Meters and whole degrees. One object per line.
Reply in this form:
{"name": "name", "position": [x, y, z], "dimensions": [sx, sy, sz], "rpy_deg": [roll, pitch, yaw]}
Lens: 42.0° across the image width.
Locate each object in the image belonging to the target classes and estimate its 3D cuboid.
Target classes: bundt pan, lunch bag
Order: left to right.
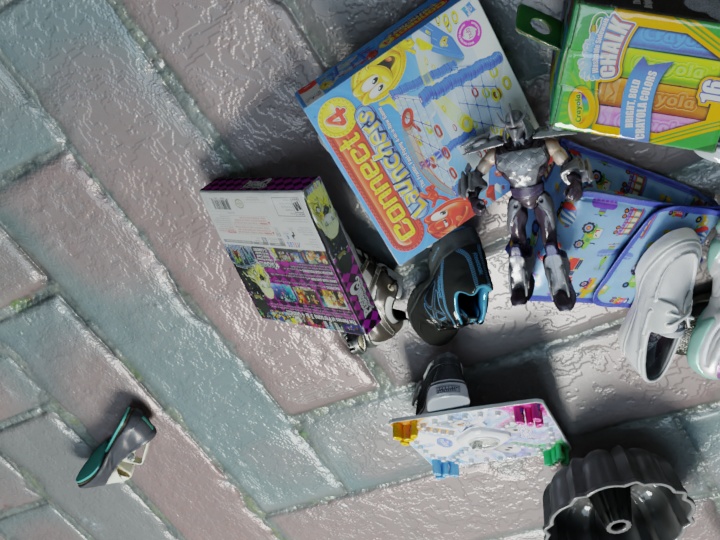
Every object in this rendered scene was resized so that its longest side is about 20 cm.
{"name": "bundt pan", "position": [0.329, 0.302, 1.228], "dimensions": [0.197, 0.077, 0.205], "rpy_deg": [-2, 133, -2]}
{"name": "lunch bag", "position": [0.280, -0.035, 1.015], "dimensions": [0.195, 0.095, 0.152], "rpy_deg": [11, 129, -14]}

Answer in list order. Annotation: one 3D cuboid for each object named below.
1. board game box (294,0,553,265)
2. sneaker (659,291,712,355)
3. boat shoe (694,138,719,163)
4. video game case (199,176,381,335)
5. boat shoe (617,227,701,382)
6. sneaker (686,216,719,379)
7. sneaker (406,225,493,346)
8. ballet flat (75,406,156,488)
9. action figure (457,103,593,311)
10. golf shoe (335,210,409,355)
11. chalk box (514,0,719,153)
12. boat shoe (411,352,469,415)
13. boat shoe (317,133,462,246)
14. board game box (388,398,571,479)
{"name": "board game box", "position": [0.067, -0.142, 0.936], "dimensions": [0.194, 0.056, 0.201], "rpy_deg": [-34, 118, 2]}
{"name": "sneaker", "position": [0.431, 0.082, 1.040], "dimensions": [0.195, 0.115, 0.077], "rpy_deg": [-2, 126, 17]}
{"name": "boat shoe", "position": [0.418, -0.158, 0.889], "dimensions": [0.195, 0.071, 0.092], "rpy_deg": [-4, 126, 7]}
{"name": "video game case", "position": [-0.082, -0.019, 1.061], "dimensions": [0.198, 0.036, 0.184], "rpy_deg": [5, 126, 48]}
{"name": "boat shoe", "position": [0.326, 0.044, 1.007], "dimensions": [0.070, 0.069, 0.202], "rpy_deg": [-7, 137, -16]}
{"name": "sneaker", "position": [0.426, 0.027, 0.962], "dimensions": [0.138, 0.077, 0.205], "rpy_deg": [18, 108, 39]}
{"name": "sneaker", "position": [0.103, 0.040, 1.077], "dimensions": [0.072, 0.083, 0.202], "rpy_deg": [-14, 148, -14]}
{"name": "ballet flat", "position": [-0.362, 0.280, 1.408], "dimensions": [0.072, 0.074, 0.200], "rpy_deg": [33, 125, -13]}
{"name": "action figure", "position": [0.165, -0.064, 0.910], "dimensions": [0.127, 0.069, 0.204], "rpy_deg": [-3, 114, 26]}
{"name": "golf shoe", "position": [0.000, 0.000, 1.115], "dimensions": [0.093, 0.078, 0.203], "rpy_deg": [-19, 122, -1]}
{"name": "chalk box", "position": [0.237, -0.204, 0.857], "dimensions": [0.195, 0.126, 0.126], "rpy_deg": [10, 129, 7]}
{"name": "boat shoe", "position": [0.101, 0.165, 1.208], "dimensions": [0.072, 0.069, 0.200], "rpy_deg": [-3, 152, 2]}
{"name": "boat shoe", "position": [0.022, -0.090, 1.028], "dimensions": [0.199, 0.071, 0.069], "rpy_deg": [38, 124, -18]}
{"name": "board game box", "position": [0.159, 0.223, 1.212], "dimensions": [0.196, 0.026, 0.200], "rpy_deg": [-11, 149, 19]}
